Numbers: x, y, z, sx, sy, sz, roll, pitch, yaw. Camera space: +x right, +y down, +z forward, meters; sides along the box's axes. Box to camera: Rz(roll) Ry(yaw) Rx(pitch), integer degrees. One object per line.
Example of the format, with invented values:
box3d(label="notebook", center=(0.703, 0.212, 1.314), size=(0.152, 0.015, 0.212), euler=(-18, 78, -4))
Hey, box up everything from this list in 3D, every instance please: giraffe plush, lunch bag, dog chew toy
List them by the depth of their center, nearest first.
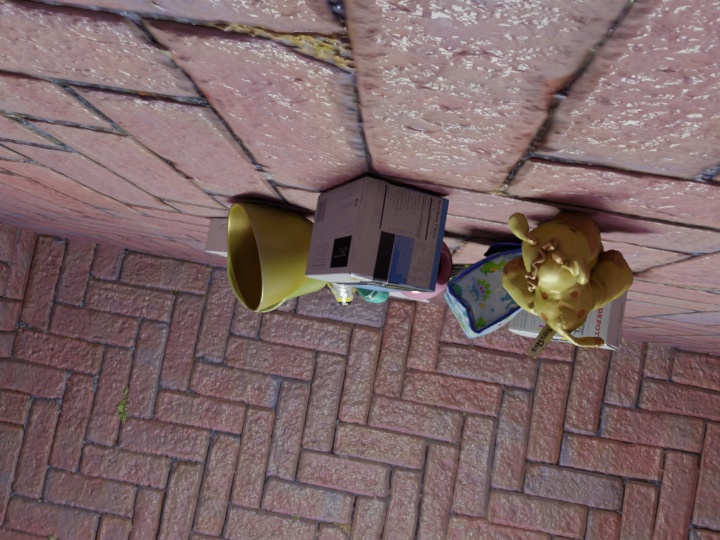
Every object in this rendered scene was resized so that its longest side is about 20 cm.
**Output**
box3d(label="giraffe plush", center=(0.258, -0.009, 0.812), size=(0.171, 0.201, 0.163), euler=(11, 147, 29))
box3d(label="lunch bag", center=(0.250, 0.021, 1.089), size=(0.199, 0.128, 0.170), euler=(-30, 172, 1))
box3d(label="dog chew toy", center=(0.072, -0.011, 1.162), size=(0.199, 0.126, 0.124), euler=(3, 171, 43))

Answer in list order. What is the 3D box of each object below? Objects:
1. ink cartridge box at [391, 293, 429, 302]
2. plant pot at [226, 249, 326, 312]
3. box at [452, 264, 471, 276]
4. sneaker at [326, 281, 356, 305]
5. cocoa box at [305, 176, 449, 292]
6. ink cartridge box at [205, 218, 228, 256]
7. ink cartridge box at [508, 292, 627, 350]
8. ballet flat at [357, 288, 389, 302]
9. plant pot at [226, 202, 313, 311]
box3d(label="ink cartridge box", center=(0.096, 0.028, 1.777), size=(0.198, 0.084, 0.145), euler=(9, 174, 18))
box3d(label="plant pot", center=(-0.163, -0.015, 1.383), size=(0.199, 0.203, 0.183), euler=(7, -175, 33))
box3d(label="box", center=(0.294, 0.013, 1.494), size=(0.109, 0.035, 0.199), euler=(13, 174, -29))
box3d(label="sneaker", center=(-0.048, -0.013, 1.221), size=(0.074, 0.077, 0.201), euler=(-1, -143, -5))
box3d(label="cocoa box", center=(0.018, -0.043, 0.895), size=(0.130, 0.135, 0.200), euler=(12, 175, -21))
box3d(label="ink cartridge box", center=(-0.252, -0.062, 1.505), size=(0.146, 0.084, 0.199), euler=(5, 173, 45))
box3d(label="ink cartridge box", center=(0.412, 0.067, 1.238), size=(0.198, 0.148, 0.082), euler=(5, 171, 38))
box3d(label="ballet flat", center=(0.000, 0.000, 1.302), size=(0.070, 0.067, 0.201), euler=(30, -161, -46))
box3d(label="plant pot", center=(-0.154, -0.036, 1.174), size=(0.141, 0.203, 0.199), euler=(-11, -175, -26))
